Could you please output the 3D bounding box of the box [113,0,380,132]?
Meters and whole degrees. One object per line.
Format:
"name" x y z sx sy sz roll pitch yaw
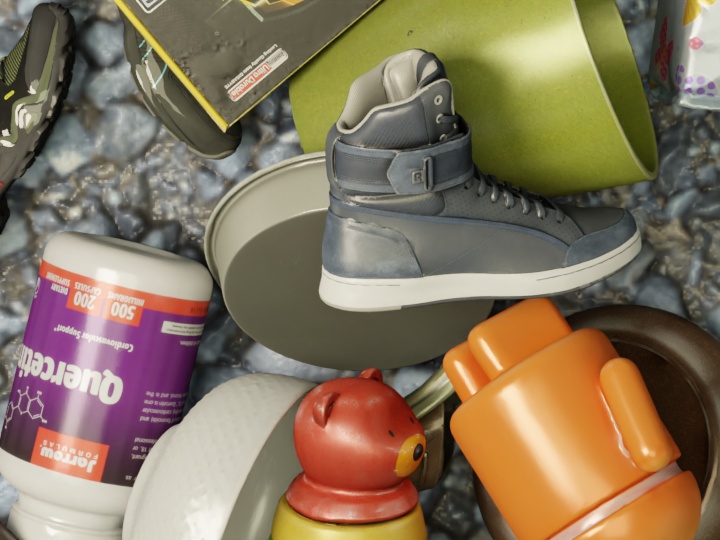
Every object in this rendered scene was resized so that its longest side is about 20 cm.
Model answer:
"box" -0.060 -0.212 1.576 0.200 0.049 0.160 -39 102 2

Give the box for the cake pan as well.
"cake pan" 0.000 0.000 1.601 0.200 0.200 0.037 1 53 0

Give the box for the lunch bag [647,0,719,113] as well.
"lunch bag" 0.298 -0.175 1.613 0.200 0.127 0.170 8 95 -9

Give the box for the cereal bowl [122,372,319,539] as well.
"cereal bowl" -0.093 0.155 1.609 0.083 0.200 0.200 19 94 17

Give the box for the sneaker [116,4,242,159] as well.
"sneaker" -0.116 -0.169 1.631 0.079 0.075 0.200 -22 94 21

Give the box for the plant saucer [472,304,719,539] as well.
"plant saucer" 0.160 0.118 1.634 0.200 0.032 0.201 -6 76 24

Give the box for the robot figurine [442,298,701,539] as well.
"robot figurine" 0.133 0.116 1.554 0.144 0.117 0.200 -35 81 19

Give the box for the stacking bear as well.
"stacking bear" -0.004 0.164 1.576 0.114 0.121 0.200 13 110 34

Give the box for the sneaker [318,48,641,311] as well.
"sneaker" 0.074 -0.059 1.492 0.202 0.077 0.146 -7 109 -18

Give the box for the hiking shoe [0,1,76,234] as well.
"hiking shoe" -0.257 -0.093 1.645 0.101 0.076 0.200 26 95 -5

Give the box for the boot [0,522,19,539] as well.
"boot" -0.246 0.253 1.673 0.188 0.069 0.200 -22 117 30

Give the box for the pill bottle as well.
"pill bottle" -0.169 0.081 1.638 0.112 0.112 0.200 14 94 0

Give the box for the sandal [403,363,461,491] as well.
"sandal" 0.043 0.108 1.644 0.201 0.080 0.057 -41 82 11

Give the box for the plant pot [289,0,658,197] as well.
"plant pot" 0.064 -0.115 1.602 0.200 0.187 0.187 -19 94 14
